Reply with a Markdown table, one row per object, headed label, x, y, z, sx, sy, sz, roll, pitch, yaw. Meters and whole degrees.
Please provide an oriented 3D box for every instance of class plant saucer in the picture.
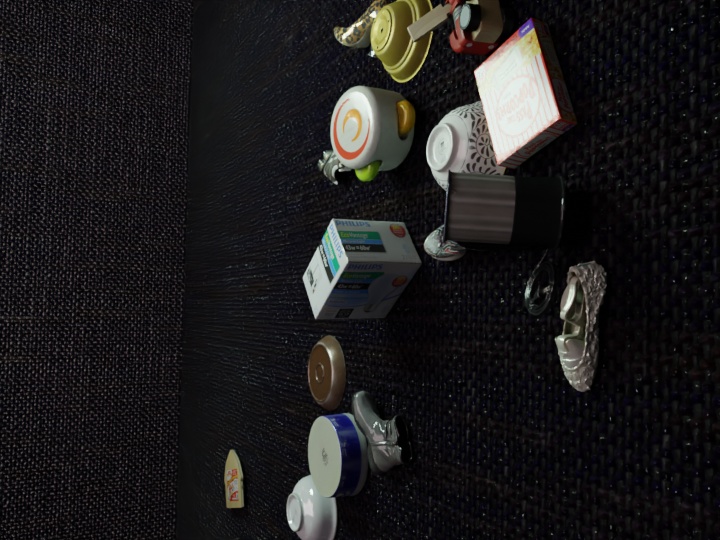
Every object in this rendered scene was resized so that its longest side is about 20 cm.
| label | x | y | z | sx | sy | sz | roll | pitch | yaw |
| --- | --- | --- | --- | --- | --- | --- | --- | --- | --- |
| plant saucer | -0.099 | 0.281 | 1.822 | 0.199 | 0.034 | 0.205 | -10 | 78 | 60 |

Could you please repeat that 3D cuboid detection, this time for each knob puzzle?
| label | x | y | z | sx | sy | sz | roll | pitch | yaw |
| --- | --- | --- | --- | --- | --- | --- | --- | --- | --- |
| knob puzzle | -0.457 | 0.761 | 2.432 | 0.219 | 0.030 | 0.225 | -8 | 81 | 61 |

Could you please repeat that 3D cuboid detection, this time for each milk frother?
| label | x | y | z | sx | sy | sz | roll | pitch | yaw |
| --- | --- | --- | --- | --- | --- | --- | --- | --- | --- |
| milk frother | 0.225 | -0.045 | 1.067 | 0.182 | 0.184 | 0.202 | 85 | -169 | -48 |

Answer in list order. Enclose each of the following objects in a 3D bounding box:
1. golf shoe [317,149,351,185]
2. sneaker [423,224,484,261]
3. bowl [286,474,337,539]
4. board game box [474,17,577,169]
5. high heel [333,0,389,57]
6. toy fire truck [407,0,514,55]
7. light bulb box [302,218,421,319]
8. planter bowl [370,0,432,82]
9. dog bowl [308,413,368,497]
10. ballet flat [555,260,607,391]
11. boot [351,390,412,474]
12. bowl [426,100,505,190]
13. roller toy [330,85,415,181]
| label | x | y | z | sx | sy | sz | roll | pitch | yaw |
| --- | --- | --- | --- | --- | --- | --- | --- | --- | --- |
| golf shoe | -0.036 | -0.313 | 1.737 | 0.095 | 0.077 | 0.201 | 55 | 138 | 23 |
| sneaker | 0.183 | -0.069 | 1.296 | 0.199 | 0.073 | 0.082 | -19 | 71 | 60 |
| bowl | -0.144 | 0.655 | 1.812 | 0.200 | 0.089 | 0.206 | -12 | 76 | 60 |
| board game box | 0.283 | -0.305 | 1.156 | 0.151 | 0.046 | 0.204 | -36 | 57 | 49 |
| high heel | 0.004 | -0.634 | 1.669 | 0.199 | 0.070 | 0.145 | 38 | 126 | 40 |
| toy fire truck | 0.188 | -0.492 | 1.296 | 0.200 | 0.126 | 0.180 | 134 | 132 | -65 |
| light bulb box | 0.000 | 0.000 | 1.497 | 0.201 | 0.195 | 0.126 | -59 | 42 | 42 |
| planter bowl | 0.079 | -0.542 | 1.520 | 0.199 | 0.082 | 0.205 | -8 | 81 | 60 |
| dog bowl | -0.060 | 0.469 | 1.685 | 0.199 | 0.077 | 0.205 | -10 | 79 | 60 |
| ballet flat | 0.331 | 0.085 | 1.024 | 0.071 | 0.071 | 0.205 | 14 | 101 | 60 |
| boot | 0.056 | 0.353 | 1.513 | 0.132 | 0.069 | 0.203 | -45 | 60 | 47 |
| bowl | 0.188 | -0.232 | 1.283 | 0.200 | 0.093 | 0.205 | -11 | 78 | 61 |
| roller toy | 0.032 | -0.326 | 1.529 | 0.183 | 0.138 | 0.202 | 52 | 130 | 35 |
